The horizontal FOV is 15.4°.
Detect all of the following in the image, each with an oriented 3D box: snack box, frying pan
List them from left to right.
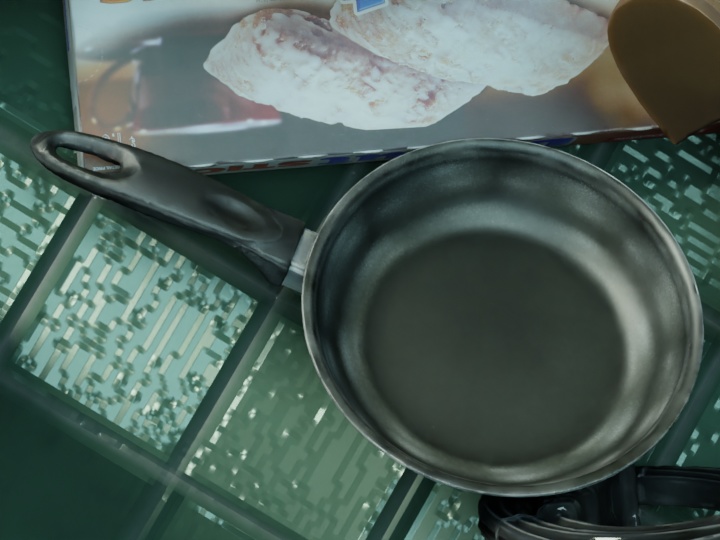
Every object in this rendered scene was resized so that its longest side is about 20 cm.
[{"bbox_3d":[0.003,0.015,0.750,0.189,0.031,0.116,-1,60,-7],"label":"frying pan"},{"bbox_3d":[0.013,-0.070,0.794,0.199,0.024,0.072,-5,84,-8],"label":"snack box"}]

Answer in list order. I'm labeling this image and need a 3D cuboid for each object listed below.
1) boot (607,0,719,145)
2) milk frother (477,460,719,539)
[{"bbox_3d":[0.164,-0.051,0.792,0.155,0.073,0.201,-50,120,-36],"label":"boot"},{"bbox_3d":[0.135,0.147,0.741,0.199,0.180,0.189,0,79,36],"label":"milk frother"}]
